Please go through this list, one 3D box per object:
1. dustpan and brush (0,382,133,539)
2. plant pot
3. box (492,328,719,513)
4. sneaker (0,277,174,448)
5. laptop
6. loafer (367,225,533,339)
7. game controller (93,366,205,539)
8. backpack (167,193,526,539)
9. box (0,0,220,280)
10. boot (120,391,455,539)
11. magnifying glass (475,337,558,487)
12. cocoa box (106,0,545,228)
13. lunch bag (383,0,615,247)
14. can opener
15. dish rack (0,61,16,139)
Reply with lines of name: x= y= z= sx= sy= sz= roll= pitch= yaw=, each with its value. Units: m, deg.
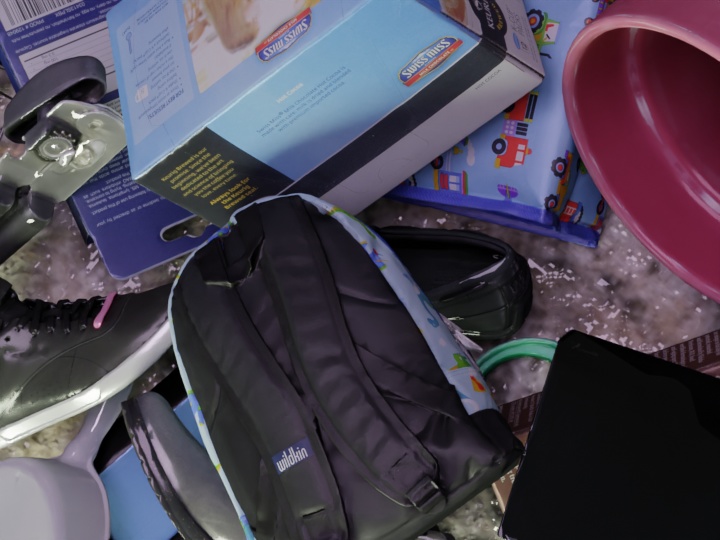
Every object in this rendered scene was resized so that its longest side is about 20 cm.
dustpan and brush: x=-0.183 y=0.133 z=1.499 sx=0.139 sy=0.057 sz=0.200 roll=14 pitch=82 yaw=43
plant pot: x=0.239 y=-0.101 z=1.372 sx=0.200 sy=0.200 sz=0.179 roll=41 pitch=63 yaw=18
box: x=0.174 y=0.098 z=1.404 sx=0.200 sy=0.075 sz=0.100 roll=-19 pitch=101 yaw=12
sneaker: x=-0.188 y=0.032 z=1.485 sx=0.200 sy=0.071 sz=0.099 roll=-27 pitch=107 yaw=25
laptop: x=0.155 y=0.158 z=1.380 sx=0.177 sy=0.200 sz=0.103 roll=19 pitch=43 yaw=0
loafer: x=0.000 y=0.000 z=1.478 sx=0.200 sy=0.070 sz=0.068 roll=2 pitch=56 yaw=14
game controller: x=-0.107 y=0.120 z=1.508 sx=0.200 sy=0.042 sz=0.104 roll=-41 pitch=73 yaw=5
backpack: x=-0.019 y=0.057 z=1.369 sx=0.163 sy=0.154 sz=0.200 roll=-37 pitch=81 yaw=15
box: x=-0.137 y=-0.099 z=1.532 sx=0.121 sy=0.032 sz=0.200 roll=-23 pitch=79 yaw=-13
boot: x=-0.037 y=0.127 z=1.450 sx=0.132 sy=0.070 sz=0.200 roll=-35 pitch=93 yaw=-3
magnifying glass: x=0.050 y=0.113 z=1.478 sx=0.200 sy=0.022 sz=0.080 roll=-36 pitch=74 yaw=8
cocoa box: x=-0.024 y=-0.124 z=1.414 sx=0.200 sy=0.131 sz=0.134 roll=-35 pitch=48 yaw=27
lunch bag: x=0.052 y=-0.111 z=1.489 sx=0.200 sy=0.094 sz=0.151 roll=13 pitch=87 yaw=26
can opener: x=-0.208 y=-0.053 z=1.504 sx=0.200 sy=0.053 sz=0.067 roll=-37 pitch=45 yaw=35
dish rack: x=-0.299 y=-0.078 z=1.589 sx=0.153 sy=0.055 sz=0.200 roll=21 pitch=87 yaw=18
